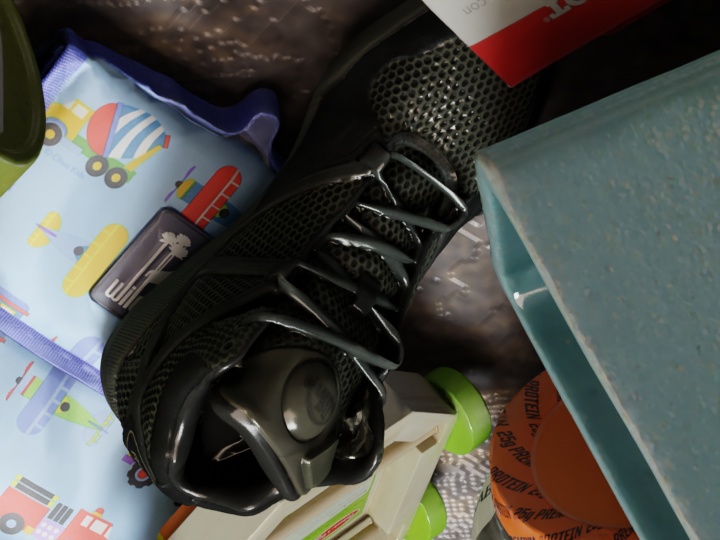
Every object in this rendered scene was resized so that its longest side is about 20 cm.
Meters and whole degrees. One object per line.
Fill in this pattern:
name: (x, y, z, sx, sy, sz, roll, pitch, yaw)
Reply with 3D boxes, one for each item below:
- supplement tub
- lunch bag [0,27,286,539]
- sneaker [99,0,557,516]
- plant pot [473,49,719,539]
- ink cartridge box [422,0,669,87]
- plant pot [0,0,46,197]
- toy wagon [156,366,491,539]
supplement tub: (0.108, 0.130, 0.940, 0.122, 0.123, 0.201, -4, 134, 11)
lunch bag: (-0.089, 0.009, 0.886, 0.150, 0.094, 0.200, 33, 116, -23)
sneaker: (0.000, 0.000, 0.798, 0.199, 0.114, 0.076, -46, 118, 9)
plant pot: (0.168, 0.021, 0.745, 0.199, 0.197, 0.196, -28, 170, -1)
ink cartridge box: (0.052, -0.133, 0.720, 0.116, 0.067, 0.200, -29, 126, 31)
plant pot: (-0.206, -0.037, 0.789, 0.199, 0.188, 0.187, -21, 130, 14)
toy wagon: (-0.032, 0.114, 0.936, 0.040, 0.155, 0.200, 46, 148, 18)
